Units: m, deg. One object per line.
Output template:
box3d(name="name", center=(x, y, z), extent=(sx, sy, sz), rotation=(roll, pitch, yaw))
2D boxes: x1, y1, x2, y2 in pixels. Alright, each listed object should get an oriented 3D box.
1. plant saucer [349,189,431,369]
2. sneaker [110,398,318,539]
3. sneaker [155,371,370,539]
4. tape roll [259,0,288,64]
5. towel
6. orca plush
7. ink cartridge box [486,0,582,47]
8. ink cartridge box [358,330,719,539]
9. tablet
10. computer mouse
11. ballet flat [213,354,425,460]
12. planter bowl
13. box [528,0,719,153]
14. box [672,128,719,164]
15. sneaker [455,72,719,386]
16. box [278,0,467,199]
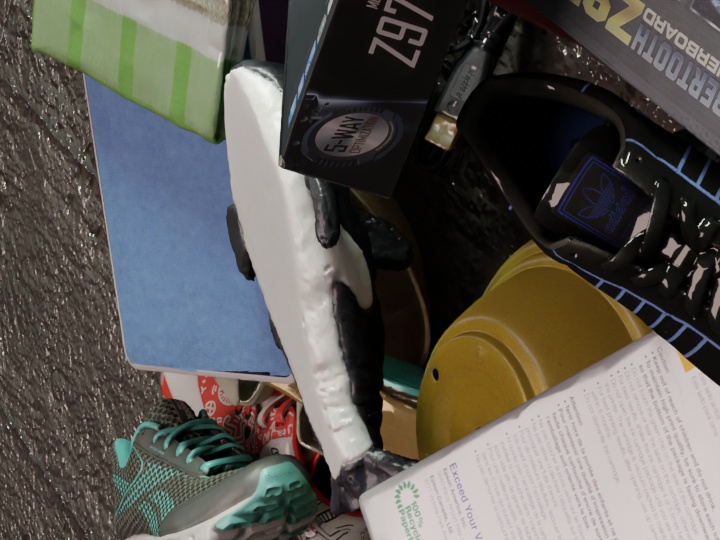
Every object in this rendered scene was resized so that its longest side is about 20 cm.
box3d(name="plant saucer", center=(-0.036, -0.024, 0.991), extent=(0.200, 0.035, 0.201), rotation=(30, 149, 20))
box3d(name="sneaker", center=(-0.089, 0.110, 1.012), extent=(0.200, 0.077, 0.092), rotation=(-28, 75, 58))
box3d(name="sneaker", center=(-0.046, 0.080, 1.062), extent=(0.202, 0.067, 0.108), rotation=(62, 145, 27))
box3d(name="tape roll", center=(-0.058, -0.184, 1.007), extent=(0.200, 0.065, 0.201), rotation=(-30, 53, 48))
box3d(name="towel", center=(-0.093, -0.175, 0.879), extent=(0.149, 0.031, 0.201), rotation=(30, 121, 38))
box3d(name="orca plush", center=(0.000, 0.000, 0.844), extent=(0.201, 0.071, 0.105), rotation=(67, 153, 20))
box3d(name="ink cartridge box", center=(0.099, -0.201, 0.752), extent=(0.146, 0.083, 0.201), rotation=(32, 121, 34))
box3d(name="ink cartridge box", center=(0.109, 0.134, 0.715), extent=(0.200, 0.043, 0.197), rotation=(-32, 64, 29))
box3d(name="tablet", center=(-0.083, -0.046, 0.929), extent=(0.130, 0.014, 0.201), rotation=(2, 103, 43))
box3d(name="computer mouse", center=(0.019, -0.112, 0.958), extent=(0.200, 0.044, 0.110), rotation=(25, 98, 58))
box3d(name="ballet flat", center=(-0.035, 0.053, 0.975), extent=(0.199, 0.069, 0.063), rotation=(27, 110, 24))
box3d(name="planter bowl", center=(0.081, 0.070, 0.838), extent=(0.200, 0.083, 0.202), rotation=(7, 98, 58))
box3d(name="box", center=(0.137, -0.123, 0.625), extent=(0.200, 0.051, 0.158), rotation=(44, 127, 33))
box3d(name="box", center=(0.183, 0.030, 0.697), extent=(0.157, 0.051, 0.201), rotation=(-22, 74, 58))
box3d(name="sneaker", center=(0.112, -0.004, 0.661), extent=(0.200, 0.078, 0.070), rotation=(40, 108, 37))
box3d(name="box", center=(0.022, -0.151, 0.682), extent=(0.161, 0.043, 0.201), rotation=(-90, 18, -57))
